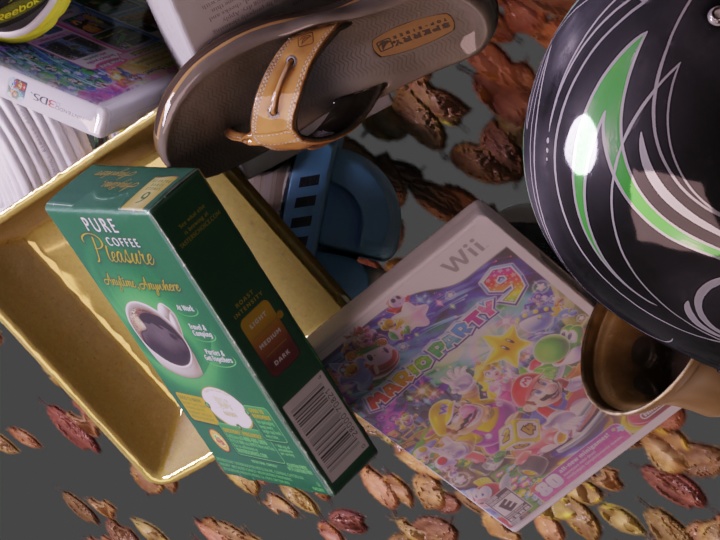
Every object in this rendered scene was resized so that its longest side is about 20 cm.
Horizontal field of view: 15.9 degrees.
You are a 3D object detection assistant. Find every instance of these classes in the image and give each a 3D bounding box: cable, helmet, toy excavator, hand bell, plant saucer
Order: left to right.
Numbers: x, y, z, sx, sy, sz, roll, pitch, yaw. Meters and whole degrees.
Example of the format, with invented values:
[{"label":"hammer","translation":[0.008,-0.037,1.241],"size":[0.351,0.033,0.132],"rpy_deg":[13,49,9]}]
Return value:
[{"label":"cable","translation":[-0.241,-0.108,1.695],"size":[0.200,0.069,0.200],"rpy_deg":[50,162,26]},{"label":"plant saucer","translation":[-0.108,0.008,1.504],"size":[0.200,0.049,0.200],"rpy_deg":[-30,111,33]},{"label":"toy excavator","translation":[0.000,0.000,1.567],"size":[0.199,0.195,0.100],"rpy_deg":[11,176,4]},{"label":"helmet","translation":[0.173,-0.067,1.250],"size":[0.191,0.200,0.200],"rpy_deg":[49,149,0]},{"label":"hand bell","translation":[0.229,0.070,1.446],"size":[0.200,0.105,0.104],"rpy_deg":[28,157,-30]}]

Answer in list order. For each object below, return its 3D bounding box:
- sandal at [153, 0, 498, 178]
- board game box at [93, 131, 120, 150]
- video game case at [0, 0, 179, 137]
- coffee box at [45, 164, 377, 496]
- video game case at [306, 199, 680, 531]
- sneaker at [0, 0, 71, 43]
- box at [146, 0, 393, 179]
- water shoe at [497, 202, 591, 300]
[{"label":"sandal","translation":[-0.019,-0.095,1.348],"size":[0.199,0.055,0.082],"rpy_deg":[-19,138,11]},{"label":"board game box","translation":[-0.146,-0.060,1.637],"size":[0.200,0.023,0.105],"rpy_deg":[173,85,-79]},{"label":"video game case","translation":[-0.181,-0.138,1.533],"size":[0.181,0.200,0.024],"rpy_deg":[23,112,17]},{"label":"coffee box","translation":[-0.081,0.032,1.420],"size":[0.123,0.044,0.200],"rpy_deg":[4,131,57]},{"label":"video game case","translation":[0.078,0.059,1.471],"size":[0.143,0.018,0.200],"rpy_deg":[-39,125,19]},{"label":"sneaker","translation":[-0.168,-0.218,1.419],"size":[0.074,0.201,0.085],"rpy_deg":[23,-172,11]},{"label":"box","translation":[-0.070,-0.171,1.398],"size":[0.125,0.097,0.200],"rpy_deg":[58,172,42]},{"label":"water shoe","translation":[0.137,0.004,1.493],"size":[0.200,0.079,0.072],"rpy_deg":[-6,129,50]}]
